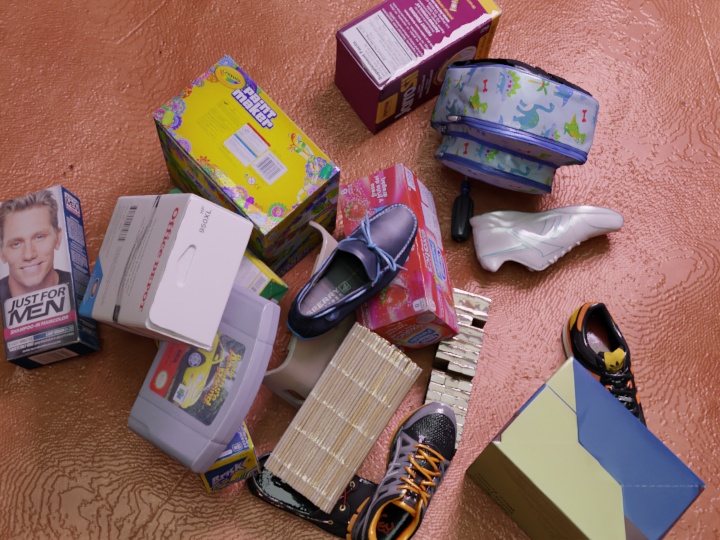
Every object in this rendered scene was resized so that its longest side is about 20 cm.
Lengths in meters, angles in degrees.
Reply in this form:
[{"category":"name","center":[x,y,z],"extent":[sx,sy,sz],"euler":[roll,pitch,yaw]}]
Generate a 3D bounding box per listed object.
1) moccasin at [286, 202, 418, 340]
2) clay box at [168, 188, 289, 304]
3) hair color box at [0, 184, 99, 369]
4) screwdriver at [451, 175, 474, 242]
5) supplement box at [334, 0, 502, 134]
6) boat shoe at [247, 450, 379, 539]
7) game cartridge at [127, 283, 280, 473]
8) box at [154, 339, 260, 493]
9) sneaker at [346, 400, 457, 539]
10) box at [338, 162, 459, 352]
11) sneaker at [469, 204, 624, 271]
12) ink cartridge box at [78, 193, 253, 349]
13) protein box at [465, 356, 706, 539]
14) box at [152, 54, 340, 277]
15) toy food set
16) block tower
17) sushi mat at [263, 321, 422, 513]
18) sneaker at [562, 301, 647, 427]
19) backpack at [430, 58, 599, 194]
[{"category":"moccasin","center":[0.000,0.000,1.273],"extent":[0.080,0.068,0.201],"euler":[36,70,7]},{"category":"clay box","center":[-0.187,0.002,1.344],"extent":[0.115,0.048,0.200],"euler":[-51,58,5]},{"category":"hair color box","center":[-0.385,0.008,1.386],"extent":[0.099,0.061,0.202],"euler":[-15,72,8]},{"category":"screwdriver","center":[0.138,-0.132,1.496],"extent":[0.029,0.028,0.203],"euler":[16,67,-28]},{"category":"supplement box","center":[0.072,-0.293,1.490],"extent":[0.199,0.131,0.104],"euler":[-34,76,-13]},{"category":"boat shoe","center":[-0.037,0.266,1.332],"extent":[0.199,0.063,0.074],"euler":[18,70,1]},{"category":"game cartridge","center":[-0.169,0.111,1.251],"extent":[0.132,0.041,0.202],"euler":[23,88,31]},{"category":"box","center":[-0.181,0.152,1.328],"extent":[0.069,0.065,0.201],"euler":[-20,55,-9]},{"category":"sneaker","center":[0.057,0.243,1.286],"extent":[0.078,0.077,0.202],"euler":[28,82,-10]},{"category":"box","center":[0.046,-0.012,1.383],"extent":[0.095,0.100,0.202],"euler":[-20,63,21]},{"category":"sneaker","center":[0.239,-0.041,1.456],"extent":[0.197,0.070,0.081],"euler":[-6,87,-2]},{"category":"ink cartridge box","center":[-0.215,-0.001,1.238],"extent":[0.084,0.199,0.146],"euler":[23,80,-32]},{"category":"protein box","center":[0.245,0.234,1.284],"extent":[0.135,0.200,0.198],"euler":[-43,78,-16]},{"category":"box","center":[-0.136,-0.115,1.385],"extent":[0.122,0.193,0.200],"euler":[-41,78,-15]},{"category":"toy food set","center":[-0.054,0.060,1.363],"extent":[0.060,0.144,0.202],"euler":[5,67,29]},{"category":"block tower","center":[0.112,0.128,1.390],"extent":[0.057,0.054,0.202],"euler":[15,72,3]},{"category":"sushi mat","center":[-0.019,0.167,1.302],"extent":[0.095,0.012,0.201],"euler":[33,88,3]},{"category":"sneaker","center":[0.301,0.134,1.380],"extent":[0.069,0.090,0.202],"euler":[-14,72,-8]},{"category":"backpack","center":[0.193,-0.175,1.409],"extent":[0.181,0.200,0.149],"euler":[15,91,-16]}]
